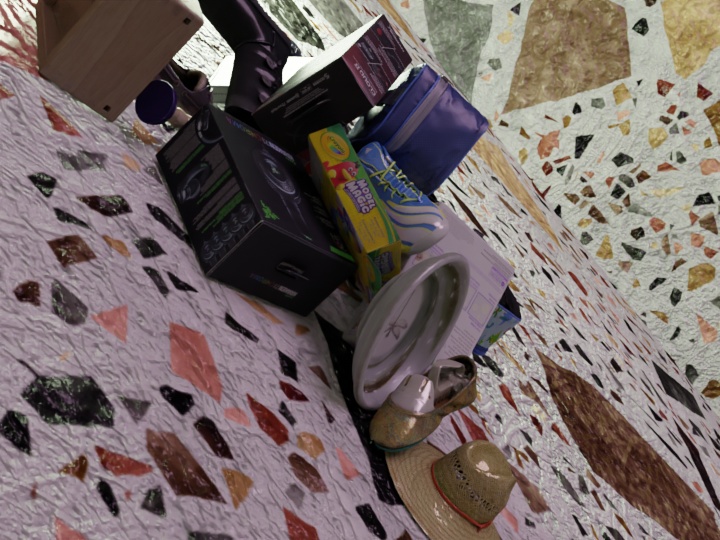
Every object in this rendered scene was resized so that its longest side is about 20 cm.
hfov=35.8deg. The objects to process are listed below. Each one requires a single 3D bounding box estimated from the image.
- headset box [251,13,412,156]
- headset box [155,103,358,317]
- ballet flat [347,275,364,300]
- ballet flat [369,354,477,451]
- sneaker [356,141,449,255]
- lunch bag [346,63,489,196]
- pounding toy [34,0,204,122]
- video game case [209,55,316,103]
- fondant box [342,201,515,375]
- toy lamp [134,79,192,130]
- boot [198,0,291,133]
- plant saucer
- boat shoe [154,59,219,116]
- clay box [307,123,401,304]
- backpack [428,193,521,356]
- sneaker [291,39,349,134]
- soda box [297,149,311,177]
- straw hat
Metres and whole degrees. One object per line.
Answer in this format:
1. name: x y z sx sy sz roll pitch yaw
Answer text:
1. headset box: -0.035 -0.224 1.377 0.075 0.148 0.200 54 31 -14
2. headset box: -0.114 -0.060 1.245 0.173 0.093 0.201 27 28 -49
3. ballet flat: 0.000 0.000 1.457 0.200 0.068 0.067 44 19 19
4. ballet flat: 0.074 0.140 1.255 0.071 0.071 0.199 52 34 13
5. sneaker: 0.032 -0.090 1.323 0.106 0.075 0.200 56 -9 -26
6. lunch bag: 0.059 -0.186 1.454 0.132 0.136 0.200 43 -10 -13
7. pounding toy: -0.251 -0.296 1.251 0.142 0.184 0.201 35 22 -37
8. video game case: -0.120 -0.275 1.595 0.201 0.178 0.026 -84 175 -66
9. fondant box: 0.086 0.040 1.365 0.144 0.202 0.058 40 -21 -25
10. toy lamp: -0.188 -0.161 1.308 0.059 0.058 0.200 56 9 24
11. boot: -0.157 -0.262 1.426 0.164 0.065 0.202 33 44 -32
12. plant saucer: 0.046 0.059 1.241 0.050 0.202 0.199 34 11 23
13. boat shoe: -0.213 -0.219 1.380 0.199 0.065 0.072 35 20 -39
14. clay box: -0.002 -0.055 1.281 0.115 0.047 0.202 88 -23 -61
15. backpack: 0.123 0.023 1.554 0.182 0.147 0.201 32 20 -47
16. sneaker: -0.094 -0.293 1.808 0.202 0.077 0.147 42 21 -19
17. soda box: -0.037 -0.133 1.507 0.199 0.063 0.070 35 23 -28
18. straw hat: 0.124 0.234 1.221 0.201 0.085 0.202 43 18 -17
